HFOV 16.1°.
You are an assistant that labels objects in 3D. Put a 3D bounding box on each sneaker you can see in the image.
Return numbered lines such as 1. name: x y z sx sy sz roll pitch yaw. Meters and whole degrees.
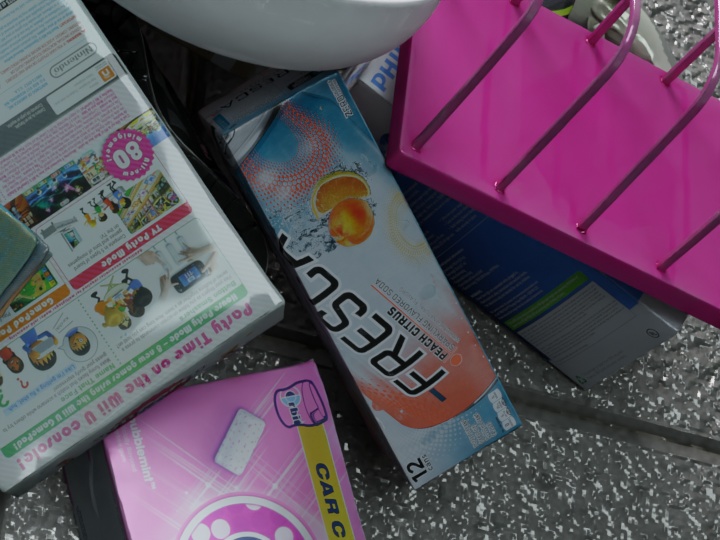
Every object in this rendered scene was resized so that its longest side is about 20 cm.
1. sneaker: -0.117 -0.069 1.203 0.075 0.088 0.201 -30 99 2

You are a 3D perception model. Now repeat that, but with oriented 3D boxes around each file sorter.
1. file sorter: 0.133 -0.093 1.188 0.199 0.125 0.140 25 46 -20

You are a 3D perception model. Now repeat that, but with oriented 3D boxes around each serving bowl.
1. serving bowl: -0.060 -0.147 1.154 0.199 0.066 0.200 19 27 -10

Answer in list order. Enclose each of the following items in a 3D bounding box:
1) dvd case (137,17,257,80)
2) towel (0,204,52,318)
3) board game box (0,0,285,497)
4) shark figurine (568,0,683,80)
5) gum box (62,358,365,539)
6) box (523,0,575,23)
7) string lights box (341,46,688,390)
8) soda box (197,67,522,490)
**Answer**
1. dvd case: -0.128 -0.183 1.251 0.199 0.016 0.149 28 35 -12
2. towel: -0.237 0.017 1.067 0.147 0.200 0.022 42 16 8
3. board game box: -0.147 -0.025 1.106 0.147 0.064 0.201 -33 85 -7
4. shark figurine: 0.117 -0.123 1.342 0.214 0.090 0.128 36 89 6
5. gum box: -0.055 0.153 1.160 0.113 0.066 0.201 -9 75 -26
6. box: 0.063 -0.211 1.273 0.142 0.036 0.201 24 84 -16
7. string lights box: 0.070 -0.034 1.270 0.200 0.103 0.059 38 61 -7
8. soda box: 0.000 0.000 1.197 0.063 0.068 0.201 -31 108 -6
